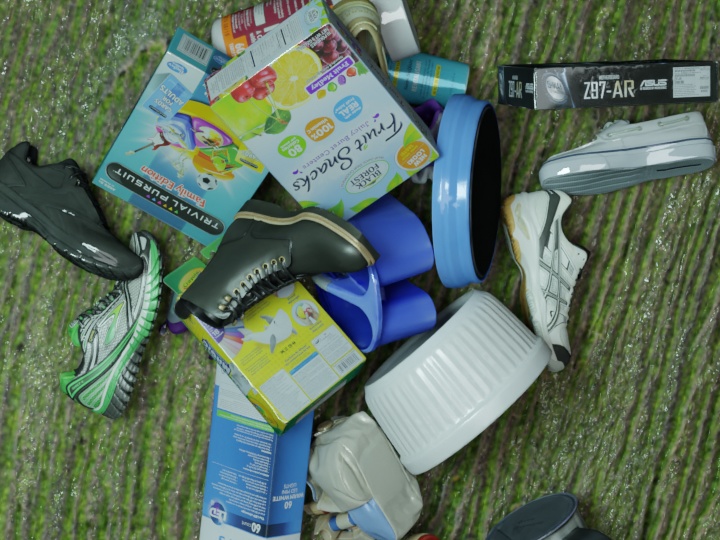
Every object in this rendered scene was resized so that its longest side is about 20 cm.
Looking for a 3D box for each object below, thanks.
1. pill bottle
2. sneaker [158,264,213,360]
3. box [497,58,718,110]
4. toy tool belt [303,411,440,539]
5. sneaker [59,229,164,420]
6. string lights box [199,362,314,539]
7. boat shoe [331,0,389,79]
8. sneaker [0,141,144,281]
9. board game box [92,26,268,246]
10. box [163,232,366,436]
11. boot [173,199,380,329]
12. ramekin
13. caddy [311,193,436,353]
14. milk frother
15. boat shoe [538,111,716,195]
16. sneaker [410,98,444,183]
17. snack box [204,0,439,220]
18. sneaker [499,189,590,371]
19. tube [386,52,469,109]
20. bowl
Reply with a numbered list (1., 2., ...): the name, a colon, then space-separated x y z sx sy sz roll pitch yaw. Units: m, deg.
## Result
1. pill bottle: -0.045 -0.236 1.691 0.198 0.110 0.111 -18 100 8
2. sneaker: -0.115 0.066 1.763 0.198 0.074 0.088 23 103 0
3. box: 0.259 -0.198 1.742 0.197 0.160 0.044 -3 99 -8
4. toy tool belt: 0.002 0.252 1.790 0.125 0.122 0.201 -45 111 -39
5. sneaker: -0.259 0.052 1.726 0.084 0.078 0.202 19 94 -11
6. string lights box: -0.110 0.204 1.751 0.059 0.102 0.203 -1 100 -49
7. boat shoe: 0.001 -0.168 1.636 0.072 0.063 0.203 -6 125 -9
8. sneaker: -0.299 -0.062 1.688 0.199 0.076 0.091 33 82 8
9. board game box: -0.166 -0.129 1.677 0.150 0.047 0.200 29 130 -11
10. box: -0.103 0.057 1.686 0.117 0.048 0.200 -36 79 -24
11. boot: -0.083 0.010 1.605 0.139 0.199 0.078 -53 123 -22
12. ramekin: 0.096 0.110 1.738 0.200 0.200 0.105 -41 92 -3
13. caddy: 0.000 0.000 1.707 0.104 0.200 0.143 -11 114 -19
14. milk frother: 0.273 0.332 1.836 0.200 0.179 0.190 -40 106 -47
15. boat shoe: 0.289 -0.132 1.810 0.197 0.074 0.068 -7 69 -7
16. sneaker: 0.010 -0.139 1.735 0.197 0.081 0.089 -7 130 -13
17. snack box: -0.035 -0.146 1.580 0.141 0.053 0.200 -32 129 13
18. sneaker: 0.215 0.010 1.800 0.087 0.076 0.203 -14 100 -4
19. tube: 0.016 -0.215 1.760 0.197 0.050 0.079 11 86 -3
20. bowl: 0.114 -0.082 1.711 0.039 0.200 0.204 3 97 15
